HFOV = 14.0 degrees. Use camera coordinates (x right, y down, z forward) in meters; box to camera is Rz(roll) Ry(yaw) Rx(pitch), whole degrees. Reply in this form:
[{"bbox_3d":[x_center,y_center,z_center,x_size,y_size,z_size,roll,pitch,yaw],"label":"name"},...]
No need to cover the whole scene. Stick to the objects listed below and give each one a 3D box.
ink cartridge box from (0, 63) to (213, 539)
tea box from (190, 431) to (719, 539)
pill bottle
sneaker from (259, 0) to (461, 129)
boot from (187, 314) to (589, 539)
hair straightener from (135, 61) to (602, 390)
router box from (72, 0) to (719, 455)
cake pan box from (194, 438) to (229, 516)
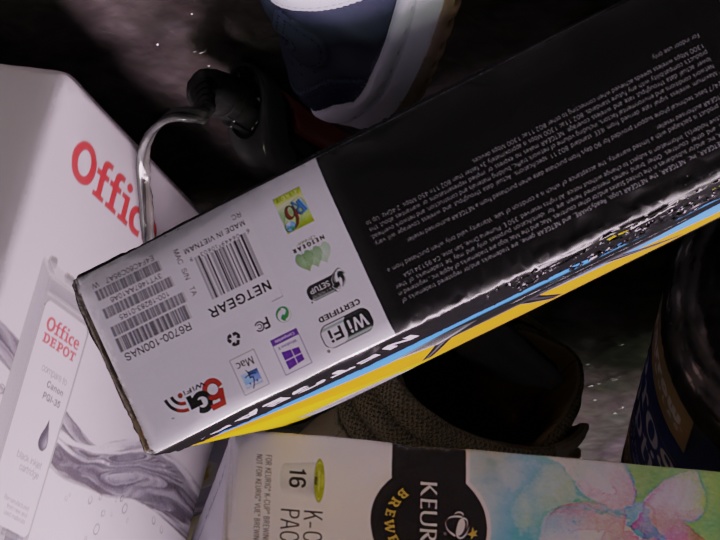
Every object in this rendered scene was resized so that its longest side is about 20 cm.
[{"bbox_3d":[-0.113,0.057,0.829,0.082,0.201,0.147,6,160,24],"label":"ink cartridge box"},{"bbox_3d":[0.040,0.148,0.880,0.195,0.135,0.200,4,156,-9],"label":"tea box"},{"bbox_3d":[0.144,0.032,0.908,0.111,0.113,0.200,-1,155,-1],"label":"pill bottle"},{"bbox_3d":[-0.024,-0.099,0.676,0.108,0.071,0.200,7,156,-8],"label":"sneaker"},{"bbox_3d":[0.033,0.082,1.032,0.199,0.073,0.155,10,134,-46],"label":"boot"},{"bbox_3d":[0.000,0.000,0.873,0.041,0.077,0.200,14,169,39],"label":"hair straightener"},{"bbox_3d":[0.044,-0.020,0.742,0.199,0.051,0.149,-26,175,13],"label":"router box"},{"bbox_3d":[-0.118,0.113,1.143,0.198,0.053,0.184,-6,152,11],"label":"cake pan box"}]
